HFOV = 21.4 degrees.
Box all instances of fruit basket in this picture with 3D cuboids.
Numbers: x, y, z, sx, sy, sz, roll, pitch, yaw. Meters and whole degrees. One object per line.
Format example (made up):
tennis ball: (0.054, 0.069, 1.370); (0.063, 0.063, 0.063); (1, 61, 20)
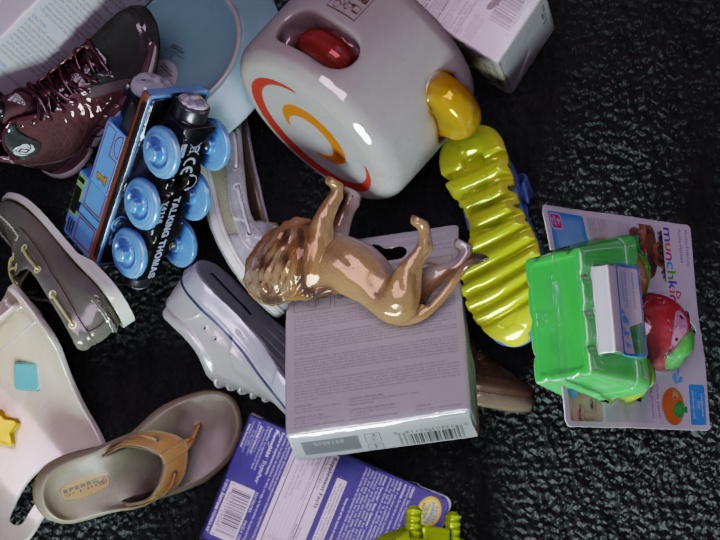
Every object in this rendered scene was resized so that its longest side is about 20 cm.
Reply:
fruit basket: (0.232, 0.041, 1.606); (0.094, 0.199, 0.186); (-16, 73, 50)

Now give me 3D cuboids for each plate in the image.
plate: (-0.167, -0.199, 1.755); (0.199, 0.026, 0.201); (-9, 64, 19)

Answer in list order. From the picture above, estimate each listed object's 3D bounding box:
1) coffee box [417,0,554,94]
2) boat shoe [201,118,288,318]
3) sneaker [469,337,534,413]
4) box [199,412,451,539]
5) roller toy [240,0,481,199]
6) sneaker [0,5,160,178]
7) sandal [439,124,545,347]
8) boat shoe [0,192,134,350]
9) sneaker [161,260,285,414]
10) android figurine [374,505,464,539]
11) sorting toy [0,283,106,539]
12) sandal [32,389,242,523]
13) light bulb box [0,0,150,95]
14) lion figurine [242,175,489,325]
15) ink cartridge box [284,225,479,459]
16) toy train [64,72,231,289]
coffee box: (0.067, -0.252, 1.712); (0.200, 0.114, 0.080); (33, 87, 14)
boat shoe: (-0.101, -0.055, 1.729); (0.065, 0.074, 0.202); (-26, 71, 9)
sneaker: (0.064, 0.066, 1.678); (0.199, 0.070, 0.076); (18, 91, 13)
box: (-0.029, 0.220, 1.690); (0.199, 0.032, 0.121); (22, 85, 13)
roller toy: (0.002, -0.168, 1.655); (0.182, 0.200, 0.140); (46, 74, -14)
sneaker: (-0.267, -0.158, 1.710); (0.200, 0.115, 0.076); (-52, 56, 30)
sandal: (0.128, -0.026, 1.664); (0.079, 0.087, 0.201); (-16, 66, 22)
boat shoe: (-0.283, -0.001, 1.723); (0.060, 0.072, 0.202); (-39, 53, -15)
sneaker: (-0.098, 0.082, 1.715); (0.200, 0.073, 0.071); (48, 117, 12)
android figurine: (0.053, 0.300, 1.609); (0.041, 0.182, 0.201); (-10, 70, 51)
sorting toy: (-0.326, 0.147, 1.723); (0.200, 0.107, 0.180); (-41, 88, -7)
sandal: (-0.195, 0.172, 1.697); (0.199, 0.054, 0.081); (-22, 95, -10)
light bulb box: (-0.313, -0.291, 1.761); (0.200, 0.125, 0.198); (-45, 66, 0)
lion figurine: (0.000, 0.000, 1.625); (0.200, 0.072, 0.123); (24, 89, 22)
ink cartridge box: (0.015, 0.062, 1.652); (0.162, 0.050, 0.200); (-8, 50, 9)
toy train: (-0.189, -0.082, 1.682); (0.114, 0.087, 0.200); (42, 126, 30)
